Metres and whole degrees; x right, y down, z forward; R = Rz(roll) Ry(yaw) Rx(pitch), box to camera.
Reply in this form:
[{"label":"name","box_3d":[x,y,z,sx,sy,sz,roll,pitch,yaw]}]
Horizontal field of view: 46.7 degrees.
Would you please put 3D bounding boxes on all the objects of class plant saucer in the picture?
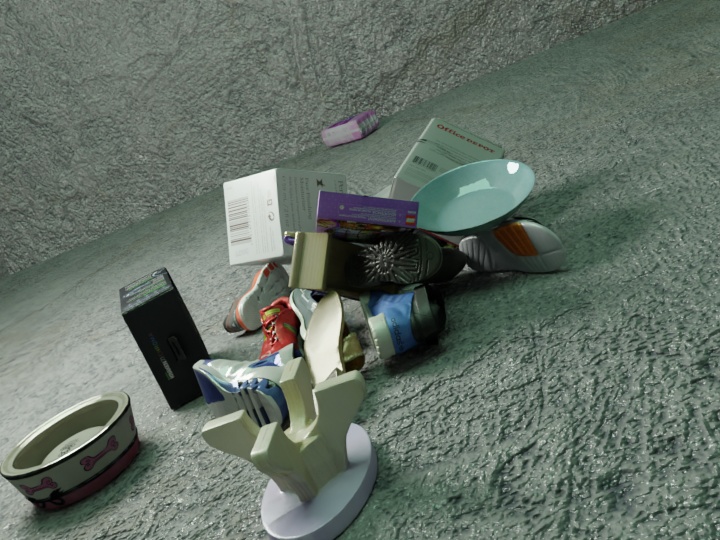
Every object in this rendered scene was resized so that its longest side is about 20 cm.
[{"label":"plant saucer","box_3d":[0.169,-0.100,1.252,0.197,0.039,0.202,-16,30,9]}]

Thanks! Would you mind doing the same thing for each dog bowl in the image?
[{"label":"dog bowl","box_3d":[-0.406,0.260,1.195,0.197,0.075,0.201,-22,17,7]}]

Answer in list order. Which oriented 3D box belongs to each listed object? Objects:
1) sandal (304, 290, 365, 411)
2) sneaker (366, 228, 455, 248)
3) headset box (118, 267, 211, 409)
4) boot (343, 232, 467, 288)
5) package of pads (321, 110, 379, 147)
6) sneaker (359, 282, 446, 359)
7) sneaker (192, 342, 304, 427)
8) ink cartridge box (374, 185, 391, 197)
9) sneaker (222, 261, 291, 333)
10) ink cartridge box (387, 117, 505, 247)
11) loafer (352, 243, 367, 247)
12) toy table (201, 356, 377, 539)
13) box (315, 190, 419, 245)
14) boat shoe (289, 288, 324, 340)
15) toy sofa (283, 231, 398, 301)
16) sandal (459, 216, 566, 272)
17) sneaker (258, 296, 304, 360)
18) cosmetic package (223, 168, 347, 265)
[{"label":"sandal","box_3d":[-0.026,0.124,1.106,0.077,0.069,0.214,-40,31,25]},{"label":"sneaker","box_3d":[0.068,-0.045,1.423,0.196,0.073,0.083,-4,20,30]},{"label":"headset box","box_3d":[-0.312,0.106,1.353,0.091,0.177,0.200,-27,16,-11]},{"label":"boot","box_3d":[0.095,-0.009,1.206,0.179,0.074,0.198,-5,-8,43]},{"label":"package of pads","box_3d":[-0.038,-0.520,3.064,0.198,0.077,0.120,-7,22,45]},{"label":"sneaker","box_3d":[0.061,0.060,1.148,0.109,0.078,0.200,-17,8,-2]},{"label":"sneaker","box_3d":[-0.133,0.154,1.146,0.114,0.082,0.197,-32,24,-37]},{"label":"ink cartridge box","box_3d":[0.094,-0.106,1.561,0.198,0.084,0.146,-4,25,49]},{"label":"sneaker","box_3d":[-0.198,0.049,1.552,0.081,0.078,0.200,-22,14,30]},{"label":"ink cartridge box","box_3d":[0.146,-0.153,1.416,0.145,0.084,0.201,25,45,8]},{"label":"loafer","box_3d":[0.000,0.000,1.427,0.072,0.074,0.199,-37,19,-27]},{"label":"toy table","box_3d":[-0.062,0.183,0.869,0.181,0.119,0.200,-23,17,3]},{"label":"box","box_3d":[0.004,-0.070,1.187,0.134,0.040,0.200,6,-6,-3]},{"label":"boat shoe","box_3d":[-0.062,0.061,1.293,0.062,0.072,0.200,-53,20,11]},{"label":"toy sofa","box_3d":[-0.030,-0.001,1.260,0.096,0.085,0.198,4,-6,37]},{"label":"sandal","box_3d":[0.226,-0.044,1.222,0.059,0.080,0.205,-36,18,-29]},{"label":"sneaker","box_3d":[-0.131,0.099,1.277,0.076,0.086,0.200,-23,16,8]},{"label":"cosmetic package","box_3d":[-0.141,-0.100,1.647,0.163,0.169,0.198,-8,-3,42]}]
